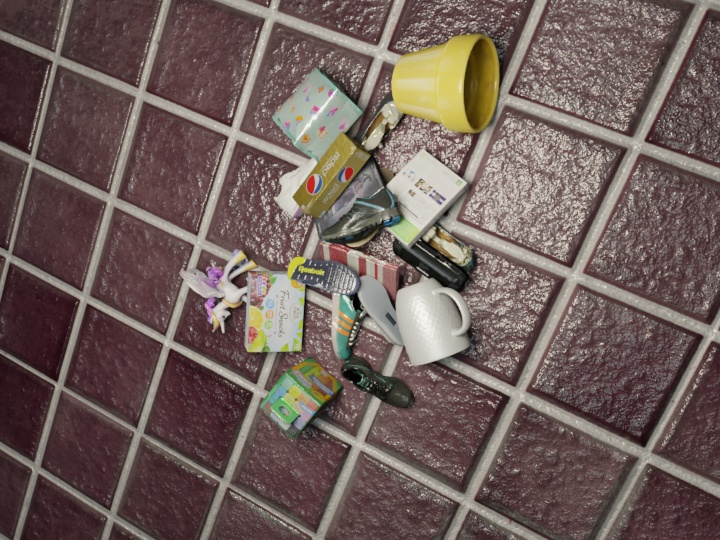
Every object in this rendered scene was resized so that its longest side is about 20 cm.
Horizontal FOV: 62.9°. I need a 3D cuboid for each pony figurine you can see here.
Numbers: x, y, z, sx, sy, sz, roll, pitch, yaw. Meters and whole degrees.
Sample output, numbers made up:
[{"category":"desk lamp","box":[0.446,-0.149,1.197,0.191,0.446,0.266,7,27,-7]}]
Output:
[{"category":"pony figurine","box":[-0.360,0.040,1.538,0.200,0.167,0.193,-40,95,1]}]

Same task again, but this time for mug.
[{"category":"mug","box":[0.173,0.107,1.352,0.200,0.147,0.176,-25,84,53]}]

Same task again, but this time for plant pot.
[{"category":"plant pot","box":[0.181,-0.407,1.292,0.188,0.201,0.202,11,100,33]}]

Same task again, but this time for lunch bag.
[{"category":"lunch bag","box":[-0.113,-0.380,1.405,0.170,0.122,0.200,-48,45,12]}]

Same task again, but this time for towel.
[{"category":"towel","box":[0.000,0.000,1.430,0.199,0.144,0.023,20,58,15]}]

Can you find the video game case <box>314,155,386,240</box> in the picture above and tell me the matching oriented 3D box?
[{"category":"video game case","box":[-0.033,-0.177,1.418,0.200,0.019,0.143,-37,40,19]}]

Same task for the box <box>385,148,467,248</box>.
[{"category":"box","box":[0.128,-0.167,1.359,0.200,0.036,0.144,-45,67,-5]}]

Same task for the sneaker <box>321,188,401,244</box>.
[{"category":"sneaker","box":[-0.003,-0.118,1.340,0.199,0.073,0.082,-20,75,21]}]

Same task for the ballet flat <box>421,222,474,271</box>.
[{"category":"ballet flat","box":[0.185,-0.072,1.382,0.200,0.074,0.074,33,105,10]}]

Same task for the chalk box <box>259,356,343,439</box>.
[{"category":"chalk box","box":[-0.154,0.319,1.466,0.124,0.200,0.124,41,106,9]}]

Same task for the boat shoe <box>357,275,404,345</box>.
[{"category":"boat shoe","box":[0.042,0.101,1.439,0.202,0.075,0.086,51,150,-15]}]

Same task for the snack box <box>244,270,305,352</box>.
[{"category":"snack box","box":[-0.218,0.104,1.504,0.142,0.053,0.201,1,99,-21]}]

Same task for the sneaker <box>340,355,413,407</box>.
[{"category":"sneaker","box":[0.035,0.288,1.468,0.200,0.079,0.076,28,104,11]}]

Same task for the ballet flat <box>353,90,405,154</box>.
[{"category":"ballet flat","box":[0.055,-0.345,1.390,0.073,0.073,0.200,45,108,8]}]

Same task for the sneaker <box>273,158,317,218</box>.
[{"category":"sneaker","box":[-0.147,-0.233,1.466,0.100,0.075,0.200,36,105,11]}]

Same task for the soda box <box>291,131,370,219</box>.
[{"category":"soda box","box":[-0.070,-0.221,1.385,0.200,0.064,0.068,-50,58,17]}]

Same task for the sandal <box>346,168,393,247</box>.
[{"category":"sandal","box":[0.030,-0.141,1.430,0.077,0.070,0.212,22,79,14]}]

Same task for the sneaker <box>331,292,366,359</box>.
[{"category":"sneaker","box":[-0.026,0.128,1.471,0.080,0.071,0.201,2,101,15]}]

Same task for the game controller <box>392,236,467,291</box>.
[{"category":"game controller","box":[0.160,-0.020,1.389,0.200,0.104,0.042,37,71,11]}]

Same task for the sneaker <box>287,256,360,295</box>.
[{"category":"sneaker","box":[-0.078,0.015,1.424,0.200,0.082,0.074,17,83,31]}]
